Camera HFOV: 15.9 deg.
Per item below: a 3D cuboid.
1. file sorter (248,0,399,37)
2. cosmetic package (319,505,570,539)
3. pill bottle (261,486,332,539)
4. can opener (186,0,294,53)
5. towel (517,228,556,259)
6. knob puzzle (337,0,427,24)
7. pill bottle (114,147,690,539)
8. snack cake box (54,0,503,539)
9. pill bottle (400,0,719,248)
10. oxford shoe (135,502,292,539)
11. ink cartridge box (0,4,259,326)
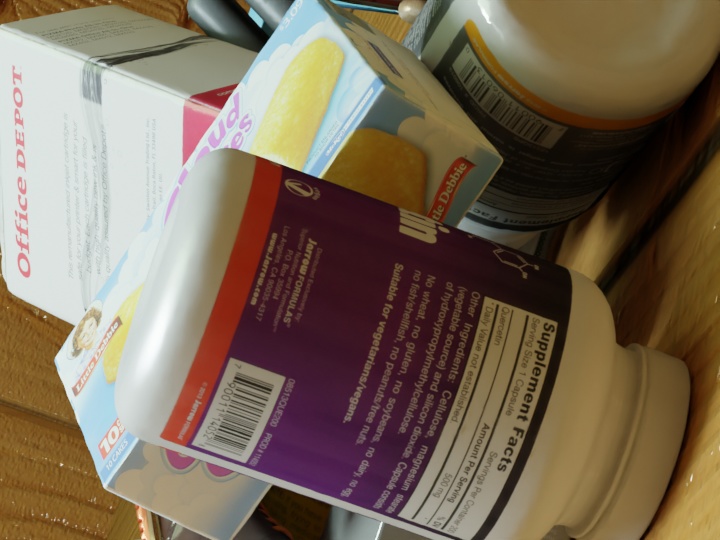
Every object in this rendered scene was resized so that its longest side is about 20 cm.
[{"bbox_3d":[-0.002,-0.037,1.413,0.139,0.122,0.201,30,-106,-53],"label":"file sorter"},{"bbox_3d":[0.032,0.115,1.079,0.107,0.090,0.201,-151,83,-79],"label":"cosmetic package"},{"bbox_3d":[-0.002,0.127,1.189,0.114,0.114,0.201,-112,41,-78],"label":"pill bottle"},{"bbox_3d":[-0.011,-0.080,1.265,0.053,0.200,0.066,-45,-19,10],"label":"can opener"},{"bbox_3d":[0.000,0.000,1.306,0.031,0.199,0.150,35,-109,-54],"label":"towel"},{"bbox_3d":[0.044,-0.138,1.235,0.220,0.218,0.031,152,118,-79],"label":"knob puzzle"},{"bbox_3d":[0.016,0.036,0.954,0.112,0.199,0.113,-161,90,-82],"label":"pill bottle"},{"bbox_3d":[-0.039,-0.003,1.066,0.201,0.067,0.115,-55,30,12],"label":"snack cake box"},{"bbox_3d":[0.076,-0.085,1.139,0.200,0.116,0.117,126,162,-65],"label":"pill bottle"},{"bbox_3d":[-0.055,0.124,1.117,0.072,0.071,0.201,-19,43,18],"label":"oxford shoe"},{"bbox_3d":[-0.089,-0.036,1.258,0.199,0.083,0.146,23,121,44],"label":"ink cartridge box"}]
